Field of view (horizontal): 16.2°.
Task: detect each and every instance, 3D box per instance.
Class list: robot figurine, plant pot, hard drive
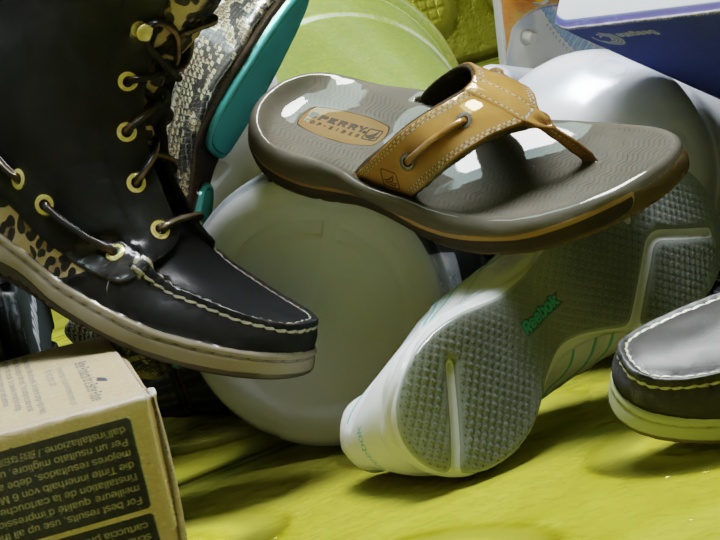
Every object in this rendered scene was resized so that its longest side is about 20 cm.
[{"bbox_3d":[0.125,-0.040,1.159,0.169,0.113,0.200,37,16,25],"label":"robot figurine"},{"bbox_3d":[0.004,-0.051,1.394,0.199,0.202,0.190,-16,19,-16],"label":"plant pot"},{"bbox_3d":[0.198,-0.082,1.063,0.199,0.026,0.132,20,-9,-29],"label":"hard drive"}]

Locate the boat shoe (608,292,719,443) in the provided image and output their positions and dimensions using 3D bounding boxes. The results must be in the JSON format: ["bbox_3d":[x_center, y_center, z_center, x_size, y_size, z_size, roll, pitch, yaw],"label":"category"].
[{"bbox_3d":[0.182,0.006,0.902,0.199,0.066,0.072,-13,32,-3],"label":"boat shoe"}]

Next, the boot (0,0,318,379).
[{"bbox_3d":[-0.087,-0.055,1.029,0.199,0.152,0.073,27,14,21],"label":"boot"}]

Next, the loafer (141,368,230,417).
[{"bbox_3d":[-0.089,0.033,1.296,0.072,0.073,0.200,-20,6,-8],"label":"loafer"}]

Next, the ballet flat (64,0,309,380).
[{"bbox_3d":[-0.088,-0.053,1.152,0.075,0.201,0.068,18,-5,7],"label":"ballet flat"}]

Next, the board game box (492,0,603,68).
[{"bbox_3d":[0.165,-0.101,1.328,0.199,0.202,0.026,-18,21,-26],"label":"board game box"}]

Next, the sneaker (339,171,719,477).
[{"bbox_3d":[0.066,0.017,1.018,0.200,0.071,0.080,-34,7,-32],"label":"sneaker"}]

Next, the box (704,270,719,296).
[{"bbox_3d":[0.242,-0.002,1.035,0.199,0.036,0.143,-18,7,-11],"label":"box"}]

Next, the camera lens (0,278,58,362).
[{"bbox_3d":[-0.243,0.043,1.147,0.198,0.161,0.160,-14,7,0],"label":"camera lens"}]

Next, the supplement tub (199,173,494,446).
[{"bbox_3d":[0.000,0.000,1.154,0.122,0.124,0.200,-12,7,15],"label":"supplement tub"}]

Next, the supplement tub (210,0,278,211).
[{"bbox_3d":[-0.125,-0.067,1.275,0.144,0.146,0.200,-16,1,-13],"label":"supplement tub"}]

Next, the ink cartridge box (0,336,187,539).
[{"bbox_3d":[-0.157,0.088,0.971,0.163,0.076,0.200,-14,6,-8],"label":"ink cartridge box"}]

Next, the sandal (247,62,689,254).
[{"bbox_3d":[0.035,-0.057,1.008,0.199,0.055,0.082,18,47,37],"label":"sandal"}]
